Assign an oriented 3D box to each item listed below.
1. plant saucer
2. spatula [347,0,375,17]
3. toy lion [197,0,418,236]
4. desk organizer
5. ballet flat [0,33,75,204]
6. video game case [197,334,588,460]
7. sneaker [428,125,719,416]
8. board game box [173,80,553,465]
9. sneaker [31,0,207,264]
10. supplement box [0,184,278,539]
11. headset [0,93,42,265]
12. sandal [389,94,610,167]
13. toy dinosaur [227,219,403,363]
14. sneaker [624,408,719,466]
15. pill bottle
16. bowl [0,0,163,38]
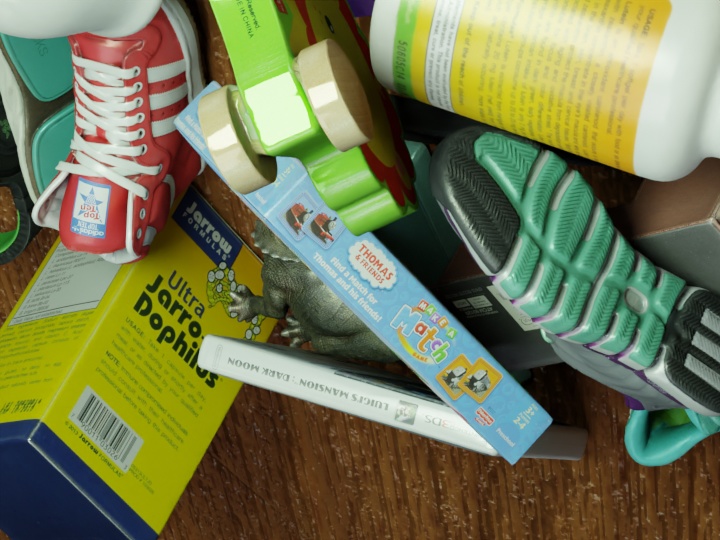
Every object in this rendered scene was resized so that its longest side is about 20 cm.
[{"bbox_3d":[0.037,0.000,1.408,0.069,0.019,0.201,6,140,32],"label":"plant saucer"},{"bbox_3d":[-0.060,-0.151,1.229,0.198,0.021,0.057,2,134,17],"label":"spatula"},{"bbox_3d":[-0.033,-0.112,1.115,0.068,0.192,0.201,-23,87,13],"label":"toy lion"},{"bbox_3d":[0.137,-0.012,1.259,0.199,0.077,0.072,-14,128,47],"label":"desk organizer"},{"bbox_3d":[-0.179,-0.107,1.391,0.069,0.070,0.201,15,146,21],"label":"ballet flat"},{"bbox_3d":[0.023,0.075,1.415,0.180,0.024,0.200,15,180,19],"label":"video game case"},{"bbox_3d":[0.095,0.011,1.184,0.200,0.075,0.087,40,152,-19],"label":"sneaker"},{"bbox_3d":[0.000,0.000,1.252,0.200,0.037,0.151,44,180,-30],"label":"board game box"},{"bbox_3d":[-0.137,-0.082,1.325,0.071,0.113,0.201,18,152,23],"label":"sneaker"},{"bbox_3d":[-0.148,0.061,1.463,0.108,0.201,0.110,-10,131,45],"label":"supplement box"},{"bbox_3d":[-0.260,-0.078,1.457,0.123,0.094,0.201,10,133,27],"label":"headset"},{"bbox_3d":[0.068,-0.085,1.231,0.199,0.048,0.075,11,179,42],"label":"sandal"},{"bbox_3d":[-0.010,0.020,1.387,0.200,0.077,0.102,50,160,-19],"label":"toy dinosaur"},{"bbox_3d":[0.203,0.049,1.290,0.077,0.080,0.200,33,147,-6],"label":"sneaker"},{"bbox_3d":[0.114,-0.106,1.116,0.199,0.111,0.111,20,147,15],"label":"pill bottle"},{"bbox_3d":[-0.180,-0.190,1.167,0.201,0.090,0.202,39,144,36],"label":"bowl"}]
